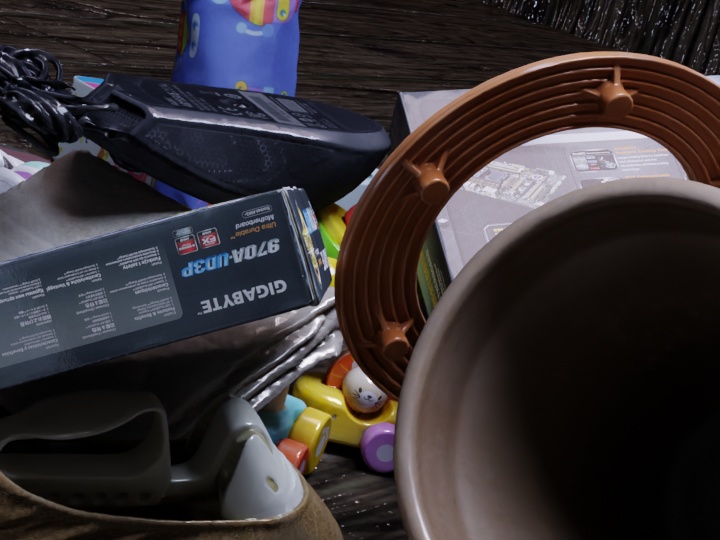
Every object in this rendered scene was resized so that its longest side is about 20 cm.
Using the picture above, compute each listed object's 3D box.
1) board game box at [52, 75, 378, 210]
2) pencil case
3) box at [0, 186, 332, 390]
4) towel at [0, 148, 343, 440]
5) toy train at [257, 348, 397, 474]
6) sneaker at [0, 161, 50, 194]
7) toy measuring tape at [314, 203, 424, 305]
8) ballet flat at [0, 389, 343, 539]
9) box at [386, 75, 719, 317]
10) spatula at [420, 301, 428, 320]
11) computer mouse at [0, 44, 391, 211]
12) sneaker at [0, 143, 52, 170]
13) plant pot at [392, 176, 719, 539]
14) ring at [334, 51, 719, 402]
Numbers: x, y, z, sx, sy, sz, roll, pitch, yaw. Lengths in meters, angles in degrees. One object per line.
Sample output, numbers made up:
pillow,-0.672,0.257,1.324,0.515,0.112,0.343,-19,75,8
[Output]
board game box,-0.089,-0.066,1.336,0.147,0.064,0.200,3,19,-45
pencil case,-0.082,-0.093,1.175,0.078,0.200,0.087,3,8,-40
box,-0.113,0.014,0.773,0.200,0.046,0.159,-15,2,1
towel,-0.113,0.017,0.901,0.200,0.035,0.132,30,53,35
toy train,0.008,0.074,0.920,0.200,0.056,0.150,6,17,-38
sneaker,-0.118,0.007,0.986,0.200,0.078,0.140,12,14,-15
toy measuring tape,0.000,0.000,1.027,0.073,0.074,0.200,20,5,14
ballet flat,-0.080,0.079,0.757,0.200,0.072,0.068,8,28,-32
box,0.125,-0.023,0.976,0.200,0.048,0.159,-5,49,-12
spatula,0.101,0.070,0.965,0.200,0.057,0.021,33,-7,23
computer mouse,-0.084,-0.060,0.958,0.200,0.053,0.139,7,14,-19
sneaker,-0.223,-0.041,1.094,0.115,0.076,0.200,22,3,40
plant pot,0.138,0.080,0.828,0.200,0.200,0.175,26,0,34
ring,0.087,-0.005,0.856,0.200,0.201,0.019,9,33,-27
